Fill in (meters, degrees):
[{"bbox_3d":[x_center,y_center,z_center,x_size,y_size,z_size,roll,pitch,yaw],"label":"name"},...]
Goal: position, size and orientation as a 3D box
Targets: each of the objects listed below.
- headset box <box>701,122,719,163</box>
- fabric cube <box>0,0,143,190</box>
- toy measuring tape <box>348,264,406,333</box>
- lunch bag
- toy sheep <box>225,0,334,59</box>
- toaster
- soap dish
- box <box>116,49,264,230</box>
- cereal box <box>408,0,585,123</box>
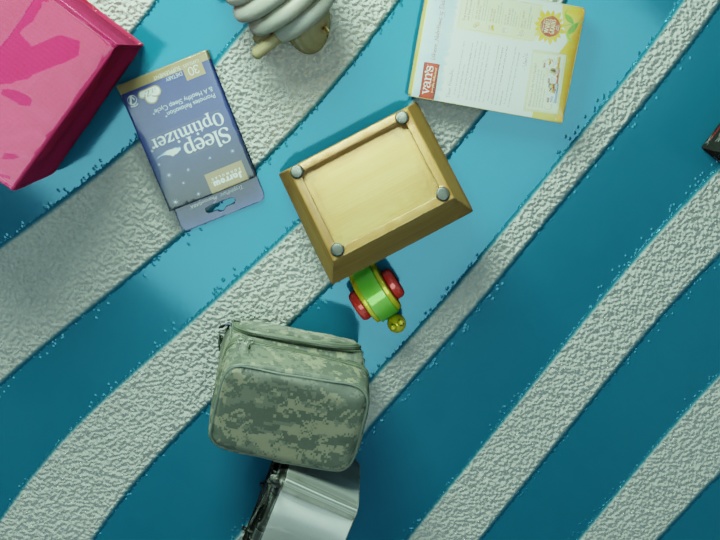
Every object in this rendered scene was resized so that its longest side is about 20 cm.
[{"bbox_3d":[0.520,-0.177,1.201,0.075,0.200,0.149,35,98,-10],"label":"headset box"},{"bbox_3d":[-0.395,-0.239,1.138,0.199,0.196,0.200,37,98,-10],"label":"fabric cube"},{"bbox_3d":[0.000,0.000,1.278,0.073,0.074,0.201,-33,103,4],"label":"toy measuring tape"},{"bbox_3d":[-0.091,0.141,1.255,0.198,0.168,0.141,10,114,-7],"label":"lunch bag"},{"bbox_3d":[-0.104,-0.339,1.169,0.137,0.138,0.200,-38,120,5],"label":"toy sheep"},{"bbox_3d":[-0.085,0.326,1.280,0.118,0.200,0.182,21,100,-3],"label":"toaster"},{"bbox_3d":[0.016,-0.099,1.228,0.199,0.081,0.158,-27,81,3],"label":"soap dish"},{"bbox_3d":[-0.209,-0.159,1.251,0.120,0.032,0.202,-21,104,1],"label":"box"},{"bbox_3d":[0.168,-0.272,1.243,0.198,0.040,0.145,10,101,-5],"label":"cereal box"}]
